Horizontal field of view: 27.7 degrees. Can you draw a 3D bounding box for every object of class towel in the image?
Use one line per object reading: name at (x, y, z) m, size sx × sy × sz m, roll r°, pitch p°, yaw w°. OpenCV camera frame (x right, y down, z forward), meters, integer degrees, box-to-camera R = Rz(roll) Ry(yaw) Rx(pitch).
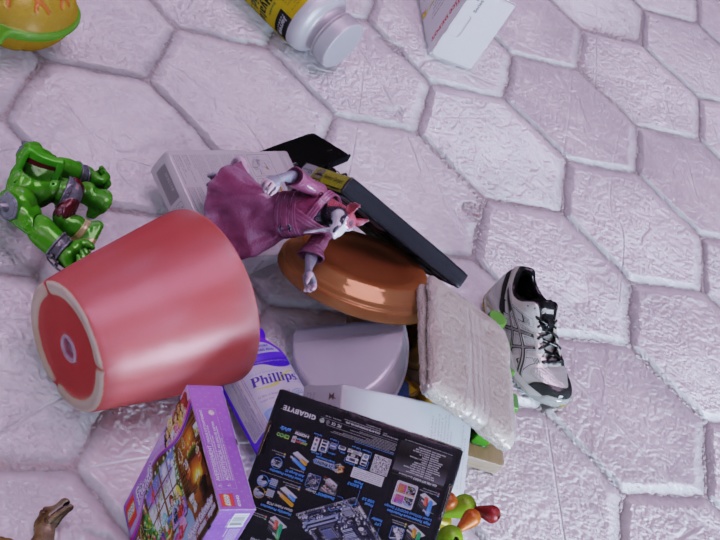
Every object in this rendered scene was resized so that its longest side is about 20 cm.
towel at (0.117, 0.103, 1.652) m, size 0.132 × 0.034 × 0.201 m, roll 35°, pitch 31°, yaw -22°

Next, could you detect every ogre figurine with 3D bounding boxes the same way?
ogre figurine at (-0.345, -0.082, 1.646) m, size 0.120 × 0.098 × 0.201 m, roll 33°, pitch 47°, yaw -20°

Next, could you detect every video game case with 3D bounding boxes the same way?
video game case at (0.024, -0.059, 1.823) m, size 0.200 × 0.026 × 0.181 m, roll 39°, pitch -5°, yaw -22°

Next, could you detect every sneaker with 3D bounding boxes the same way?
sneaker at (0.226, 0.082, 1.897) m, size 0.075 × 0.088 × 0.201 m, roll 1°, pitch 50°, yaw -38°

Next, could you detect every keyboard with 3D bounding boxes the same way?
keyboard at (-0.099, -0.123, 1.927) m, size 0.104 × 0.040 × 0.199 m, roll 34°, pitch 40°, yaw 30°

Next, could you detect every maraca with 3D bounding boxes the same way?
maraca at (-0.441, -0.330, 1.832) m, size 0.137 × 0.107 × 0.200 m, roll 39°, pitch 37°, yaw 19°

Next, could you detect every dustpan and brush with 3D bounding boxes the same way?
dustpan and brush at (-0.013, 0.150, 1.653) m, size 0.139 × 0.057 × 0.201 m, roll -5°, pitch 42°, yaw 8°

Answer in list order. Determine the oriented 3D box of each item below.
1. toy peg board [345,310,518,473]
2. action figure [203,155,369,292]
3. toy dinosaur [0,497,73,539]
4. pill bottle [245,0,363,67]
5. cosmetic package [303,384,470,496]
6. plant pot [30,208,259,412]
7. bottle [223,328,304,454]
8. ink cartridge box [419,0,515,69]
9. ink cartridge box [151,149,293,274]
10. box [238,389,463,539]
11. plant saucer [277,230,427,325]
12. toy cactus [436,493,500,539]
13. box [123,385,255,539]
toy peg board at (0.094, 0.115, 1.755) m, size 0.198 × 0.098 × 0.201 m, roll 19°, pitch 40°, yaw -20°
action figure at (-0.083, -0.059, 1.687) m, size 0.199 × 0.135 × 0.149 m, roll 0°, pitch 18°, yaw 16°
toy dinosaur at (-0.318, 0.278, 1.325) m, size 0.101 × 0.058 × 0.200 m, roll 30°, pitch 27°, yaw 19°
pill bottle at (-0.091, -0.398, 2.161) m, size 0.200 × 0.112 × 0.111 m, roll 45°, pitch 39°, yaw 16°
cosmetic package at (0.027, 0.187, 1.583) m, size 0.199 × 0.074 × 0.102 m, roll 17°, pitch 75°, yaw -39°
plant pot at (-0.233, 0.053, 1.523) m, size 0.177 × 0.201 × 0.201 m, roll -21°, pitch 63°, yaw -36°
bottle at (-0.114, 0.122, 1.619) m, size 0.083 × 0.065 × 0.201 m, roll -6°, pitch 53°, yaw -39°
ink cartridge box at (0.169, -0.450, 2.381) m, size 0.084 × 0.145 × 0.201 m, roll 18°, pitch 40°, yaw -23°
ink cartridge box at (-0.145, -0.073, 1.810) m, size 0.199 × 0.050 × 0.162 m, roll -4°, pitch 60°, yaw -46°
box at (-0.020, 0.243, 1.449) m, size 0.199 × 0.050 × 0.200 m, roll 17°, pitch 77°, yaw 4°
plant saucer at (0.000, 0.000, 1.743) m, size 0.199 × 0.038 × 0.200 m, roll 17°, pitch 22°, yaw -7°
toy cactus at (0.039, 0.290, 1.538) m, size 0.165 × 0.103 × 0.200 m, roll 27°, pitch 57°, yaw 31°
box at (-0.164, 0.222, 1.363) m, size 0.039 × 0.200 × 0.137 m, roll 4°, pitch 46°, yaw -29°
